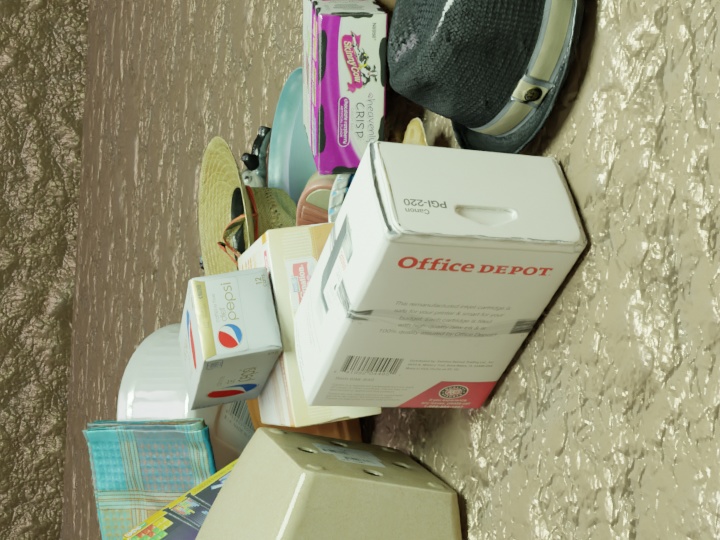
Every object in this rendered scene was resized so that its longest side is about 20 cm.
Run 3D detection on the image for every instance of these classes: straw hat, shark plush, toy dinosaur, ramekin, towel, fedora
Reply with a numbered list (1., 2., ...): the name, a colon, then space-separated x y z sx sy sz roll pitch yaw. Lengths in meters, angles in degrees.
1. straw hat: -0.104 -0.039 1.364 0.201 0.084 0.203 176 90 -70
2. shark plush: -0.141 -0.071 1.579 0.083 0.090 0.202 -11 -81 -80
3. toy dinosaur: 0.046 -0.072 1.068 0.200 0.058 0.102 -150 65 -68
4. ramekin: -0.153 0.154 1.395 0.097 0.200 0.202 -6 81 37
5. towel: -0.201 0.248 1.313 0.022 0.146 0.202 -19 -77 -65
6. fedora: 0.076 -0.173 0.930 0.200 0.091 0.202 -174 90 -69

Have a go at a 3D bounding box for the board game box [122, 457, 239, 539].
1. board game box: -0.126 0.272 1.215 0.056 0.200 0.167 22 124 31

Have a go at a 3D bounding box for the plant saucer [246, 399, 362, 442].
1. plant saucer: -0.064 0.136 1.290 0.200 0.037 0.202 37 134 49

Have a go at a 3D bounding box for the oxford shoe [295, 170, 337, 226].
1. oxford shoe: -0.039 -0.015 1.307 0.074 0.070 0.201 -80 5 -56

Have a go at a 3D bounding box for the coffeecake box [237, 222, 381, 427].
1. coffeecake box: -0.048 0.050 1.105 0.200 0.072 0.155 155 107 -77

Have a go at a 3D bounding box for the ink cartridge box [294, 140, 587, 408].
1. ink cartridge box: 0.048 0.009 0.924 0.201 0.144 0.085 117 149 -48

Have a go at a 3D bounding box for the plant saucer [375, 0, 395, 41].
1. plant saucer: 0.050 -0.267 1.121 0.200 0.029 0.202 -177 90 -71

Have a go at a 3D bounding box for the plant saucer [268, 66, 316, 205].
1. plant saucer: -0.059 -0.115 1.407 0.200 0.027 0.202 -177 90 -70

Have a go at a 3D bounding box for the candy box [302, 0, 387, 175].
1. candy box: -0.016 -0.174 1.169 0.200 0.060 0.138 -109 19 -70

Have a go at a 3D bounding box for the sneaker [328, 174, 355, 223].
1. sneaker: 0.000 0.000 1.172 0.087 0.074 0.202 144 126 -72

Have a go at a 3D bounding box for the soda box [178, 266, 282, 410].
1. soda box: -0.111 0.060 1.082 0.200 0.063 0.069 122 137 -70

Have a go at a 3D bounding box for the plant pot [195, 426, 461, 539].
1. plant pot: -0.024 0.235 1.056 0.200 0.198 0.179 -155 78 -68
